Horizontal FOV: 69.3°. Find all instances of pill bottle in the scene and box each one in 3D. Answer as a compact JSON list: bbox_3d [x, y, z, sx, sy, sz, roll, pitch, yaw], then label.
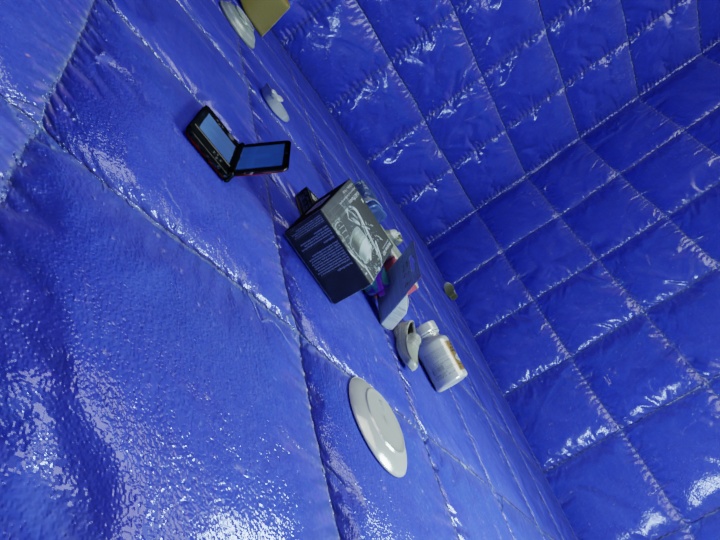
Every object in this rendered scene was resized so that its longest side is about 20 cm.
[{"bbox_3d":[0.244,0.269,1.654,0.203,0.113,0.114,62,13,20],"label":"pill bottle"}]

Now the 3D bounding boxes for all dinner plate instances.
[{"bbox_3d":[0.041,0.292,0.997,0.202,0.024,0.201,55,11,-16],"label":"dinner plate"}]

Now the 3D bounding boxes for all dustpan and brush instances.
[{"bbox_3d":[-0.286,-0.573,1.737,0.141,0.056,0.200,56,12,-8],"label":"dustpan and brush"}]

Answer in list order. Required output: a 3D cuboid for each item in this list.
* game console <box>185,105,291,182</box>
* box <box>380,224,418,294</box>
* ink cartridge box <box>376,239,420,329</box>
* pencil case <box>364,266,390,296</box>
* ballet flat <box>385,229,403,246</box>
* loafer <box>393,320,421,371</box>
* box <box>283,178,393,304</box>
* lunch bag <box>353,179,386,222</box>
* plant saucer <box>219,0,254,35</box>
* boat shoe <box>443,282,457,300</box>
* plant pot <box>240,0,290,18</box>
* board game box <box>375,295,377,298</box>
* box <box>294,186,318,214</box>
[{"bbox_3d":[-0.236,-0.266,1.040,0.173,0.117,0.201,52,13,-26],"label":"game console"},{"bbox_3d":[0.079,-0.016,1.625,0.201,0.108,0.129,50,14,-33],"label":"box"},{"bbox_3d":[0.118,0.042,1.478,0.056,0.200,0.165,27,33,-25],"label":"ink cartridge box"},{"bbox_3d":[0.022,-0.033,1.455,0.092,0.083,0.204,42,-26,60],"label":"pencil case"},{"bbox_3d":[0.160,-0.172,2.538,0.068,0.063,0.199,61,12,19],"label":"ballet flat"},{"bbox_3d":[0.140,0.208,1.491,0.070,0.069,0.202,51,14,-27],"label":"loafer"},{"bbox_3d":[-0.043,-0.070,1.198,0.199,0.122,0.201,56,31,-15],"label":"box"},{"bbox_3d":[0.007,-0.209,1.840,0.135,0.134,0.200,61,11,17],"label":"lunch bag"},{"bbox_3d":[-0.466,-0.968,2.028,0.202,0.050,0.201,54,13,-17],"label":"plant saucer"},{"bbox_3d":[0.613,0.133,3.612,0.069,0.074,0.201,59,3,40],"label":"boat shoe"},{"bbox_3d":[-0.470,-1.279,2.476,0.200,0.193,0.197,44,17,-29],"label":"plant pot"},{"bbox_3d":[0.000,0.000,1.568,0.200,0.019,0.104,47,15,-43],"label":"board game box"},{"bbox_3d":[-0.093,-0.104,1.381,0.159,0.049,0.203,41,21,-47],"label":"box"}]
